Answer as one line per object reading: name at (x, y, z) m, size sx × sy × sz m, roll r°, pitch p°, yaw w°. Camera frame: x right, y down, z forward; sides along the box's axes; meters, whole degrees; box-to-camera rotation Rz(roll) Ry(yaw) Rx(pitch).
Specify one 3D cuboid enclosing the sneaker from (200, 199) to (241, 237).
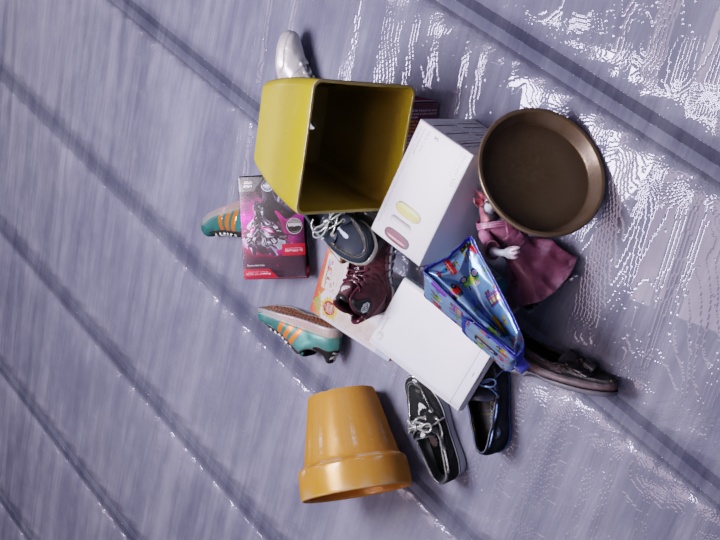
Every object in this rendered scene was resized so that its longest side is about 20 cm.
sneaker at (-0.244, -0.091, 1.755) m, size 0.200 × 0.071 × 0.080 m, roll -20°, pitch 81°, yaw 38°

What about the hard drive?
hard drive at (0.121, 0.119, 1.447) m, size 0.200 × 0.027 × 0.132 m, roll 36°, pitch 106°, yaw 28°

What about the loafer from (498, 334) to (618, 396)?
loafer at (0.304, 0.143, 1.357) m, size 0.200 × 0.072 × 0.063 m, roll 13°, pitch 100°, yaw 38°

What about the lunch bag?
lunch bag at (0.188, 0.069, 1.314) m, size 0.094 × 0.151 × 0.200 m, roll -36°, pitch 74°, yaw -6°

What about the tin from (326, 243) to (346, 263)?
tin at (-0.060, -0.090, 1.563) m, size 0.200 × 0.042 × 0.112 m, roll 56°, pitch 175°, yaw 48°

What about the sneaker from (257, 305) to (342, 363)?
sneaker at (-0.123, 0.122, 1.686) m, size 0.200 × 0.071 × 0.080 m, roll 17°, pitch 104°, yaw 35°

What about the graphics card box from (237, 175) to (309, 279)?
graphics card box at (-0.164, -0.083, 1.670) m, size 0.125 × 0.051 × 0.200 m, roll -1°, pitch 97°, yaw 5°

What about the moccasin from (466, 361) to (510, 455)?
moccasin at (0.208, 0.206, 1.444) m, size 0.080 × 0.068 × 0.200 m, roll -14°, pitch 87°, yaw 40°

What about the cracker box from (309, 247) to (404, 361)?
cracker box at (0.011, 0.056, 1.584) m, size 0.200 × 0.058 × 0.134 m, roll 31°, pitch 115°, yaw 32°

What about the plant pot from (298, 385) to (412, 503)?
plant pot at (-0.020, 0.311, 1.585) m, size 0.200 × 0.200 × 0.183 m, roll -25°, pitch 66°, yaw 39°

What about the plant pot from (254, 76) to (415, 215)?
plant pot at (-0.060, -0.212, 1.382) m, size 0.176 × 0.200 × 0.200 m, roll 27°, pitch 115°, yaw 44°

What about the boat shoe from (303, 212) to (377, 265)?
boat shoe at (-0.045, -0.080, 1.425) m, size 0.075 × 0.062 × 0.200 m, roll -48°, pitch 51°, yaw 11°

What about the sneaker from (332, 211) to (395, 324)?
sneaker at (0.000, 0.000, 1.448) m, size 0.076 × 0.115 × 0.200 m, roll 10°, pitch 118°, yaw 40°

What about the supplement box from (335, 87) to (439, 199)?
supplement box at (0.042, -0.199, 1.483) m, size 0.131 × 0.103 × 0.200 m, roll 21°, pitch 112°, yaw 35°

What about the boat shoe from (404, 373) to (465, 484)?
boat shoe at (0.116, 0.275, 1.531) m, size 0.074 × 0.068 × 0.200 m, roll -21°, pitch 84°, yaw 39°

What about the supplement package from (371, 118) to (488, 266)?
supplement package at (0.136, -0.126, 1.386) m, size 0.111 × 0.156 × 0.200 m, roll 38°, pitch 119°, yaw 27°

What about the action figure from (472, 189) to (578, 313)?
action figure at (0.235, -0.044, 1.343) m, size 0.200 × 0.134 × 0.149 m, roll 49°, pitch 154°, yaw -5°

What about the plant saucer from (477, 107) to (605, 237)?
plant saucer at (0.261, -0.141, 1.280) m, size 0.200 × 0.200 × 0.029 m, roll 67°, pitch 162°, yaw 8°

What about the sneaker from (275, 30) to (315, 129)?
sneaker at (-0.101, -0.338, 1.606) m, size 0.088 × 0.075 × 0.200 m, roll 3°, pitch 106°, yaw 26°

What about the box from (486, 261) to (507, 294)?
box at (0.162, 0.073, 1.471) m, size 0.082 × 0.049 × 0.200 m, roll 45°, pitch 122°, yaw 24°
